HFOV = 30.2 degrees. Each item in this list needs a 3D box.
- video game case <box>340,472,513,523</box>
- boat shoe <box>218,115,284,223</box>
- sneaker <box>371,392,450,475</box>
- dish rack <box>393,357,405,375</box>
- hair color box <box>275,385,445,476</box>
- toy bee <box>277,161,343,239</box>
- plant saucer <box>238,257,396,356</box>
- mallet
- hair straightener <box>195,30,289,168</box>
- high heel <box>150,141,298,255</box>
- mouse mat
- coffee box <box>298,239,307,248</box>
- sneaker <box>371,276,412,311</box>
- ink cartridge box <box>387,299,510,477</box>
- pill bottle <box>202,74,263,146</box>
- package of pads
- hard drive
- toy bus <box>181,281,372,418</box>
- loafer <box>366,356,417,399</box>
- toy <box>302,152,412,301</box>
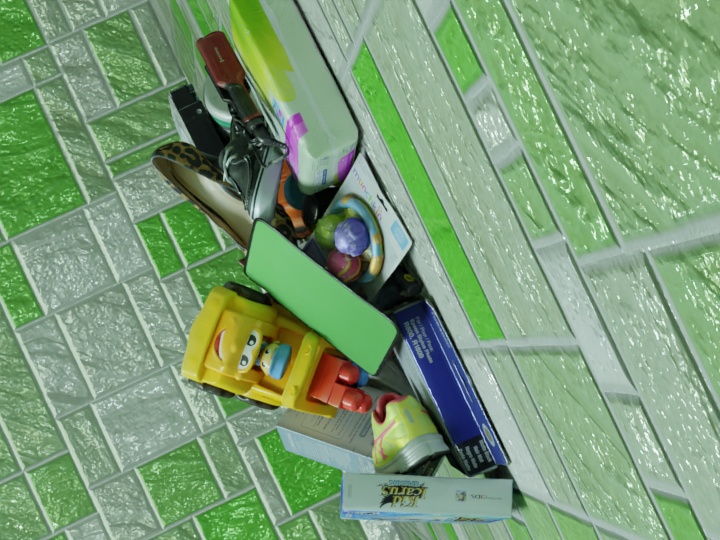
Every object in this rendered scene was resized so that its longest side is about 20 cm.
[{"bbox_3d":[0.068,0.258,1.496,0.200,0.181,0.045,95,176,-78],"label":"video game case"},{"bbox_3d":[-0.125,-0.116,1.502,0.200,0.071,0.072,-96,17,-59],"label":"boat shoe"},{"bbox_3d":[0.047,0.181,1.508,0.090,0.078,0.200,64,164,7],"label":"sneaker"},{"bbox_3d":[0.047,0.149,1.844,0.200,0.044,0.172,64,174,8],"label":"dish rack"},{"bbox_3d":[0.007,0.201,1.666,0.200,0.099,0.061,15,144,27],"label":"hair color box"},{"bbox_3d":[-0.067,-0.082,1.617,0.131,0.109,0.200,26,103,51],"label":"toy bee"},{"bbox_3d":[-0.039,0.037,1.678,0.200,0.037,0.200,35,-176,14],"label":"plant saucer"},{"bbox_3d":[0.015,-0.034,1.473,0.200,0.066,0.041,41,131,37],"label":"mallet"},{"bbox_3d":[-0.121,-0.175,1.439,0.200,0.041,0.077,54,167,38],"label":"hair straightener"},{"bbox_3d":[-0.156,-0.064,1.513,0.143,0.071,0.200,9,-141,-53],"label":"high heel"},{"bbox_3d":[-0.046,0.032,1.462,0.200,0.008,0.161,39,156,7],"label":"mouse mat"},{"bbox_3d":[-0.101,-0.100,1.920,0.200,0.080,0.114,64,173,1],"label":"coffee box"},{"bbox_3d":[0.000,0.000,1.534,0.200,0.078,0.086,-140,29,-74],"label":"sneaker"},{"bbox_3d":[0.088,0.130,1.471,0.200,0.041,0.200,64,173,3],"label":"ink cartridge box"},{"bbox_3d":[-0.124,-0.171,1.706,0.200,0.113,0.113,75,168,-52],"label":"pill bottle"},{"bbox_3d":[-0.070,-0.191,1.413,0.155,0.068,0.200,105,140,-78],"label":"package of pads"},{"bbox_3d":[-0.183,-0.127,1.684,0.200,0.038,0.140,64,172,3],"label":"hard drive"},{"bbox_3d":[-0.083,0.111,1.571,0.192,0.136,0.200,22,179,31],"label":"toy bus"},{"bbox_3d":[0.027,0.135,1.725,0.200,0.070,0.070,39,141,-3],"label":"loafer"},{"bbox_3d":[-0.021,-0.020,1.423,0.115,0.047,0.200,60,150,19],"label":"toy"}]
